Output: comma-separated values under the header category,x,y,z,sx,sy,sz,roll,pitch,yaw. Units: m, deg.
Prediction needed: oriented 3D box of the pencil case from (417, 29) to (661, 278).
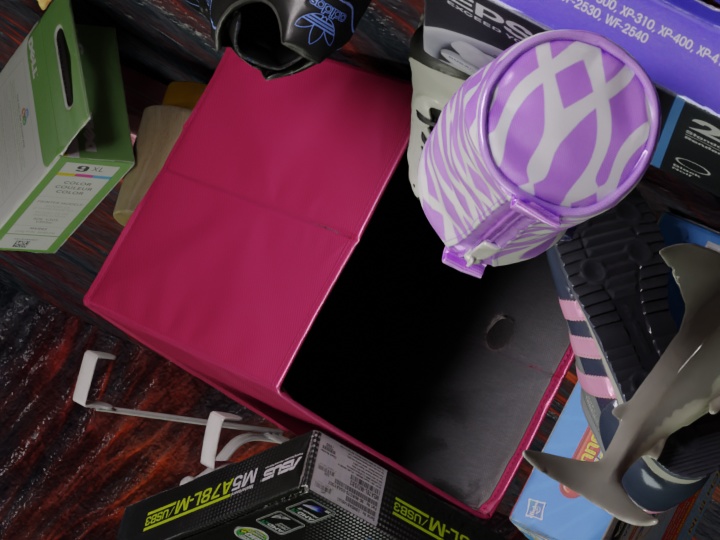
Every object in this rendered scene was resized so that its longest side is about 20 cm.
category,x,y,z,sx,sy,sz,roll,pitch,yaw
pencil case,0.072,-0.049,1.221,0.084,0.086,0.200,31,170,-1

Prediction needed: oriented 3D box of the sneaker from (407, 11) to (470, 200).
category,x,y,z,sx,sy,sz,roll,pitch,yaw
sneaker,0.059,-0.072,1.440,0.074,0.080,0.200,27,170,18

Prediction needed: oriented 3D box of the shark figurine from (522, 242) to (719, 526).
category,x,y,z,sx,sy,sz,roll,pitch,yaw
shark figurine,0.168,0.036,1.422,0.090,0.214,0.128,53,176,-11

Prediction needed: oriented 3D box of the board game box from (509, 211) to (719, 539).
category,x,y,z,sx,sy,sz,roll,pitch,yaw
board game box,0.173,0.090,1.633,0.056,0.200,0.196,24,170,21

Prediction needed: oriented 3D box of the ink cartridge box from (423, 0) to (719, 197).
category,x,y,z,sx,sy,sz,roll,pitch,yaw
ink cartridge box,0.122,-0.094,1.228,0.198,0.043,0.200,27,170,6

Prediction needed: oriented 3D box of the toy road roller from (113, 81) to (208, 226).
category,x,y,z,sx,sy,sz,roll,pitch,yaw
toy road roller,-0.053,-0.038,1.879,0.146,0.123,0.200,4,163,40

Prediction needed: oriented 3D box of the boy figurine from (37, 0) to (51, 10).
category,x,y,z,sx,sy,sz,roll,pitch,yaw
boy figurine,-0.234,-0.208,1.599,0.200,0.064,0.124,28,170,20

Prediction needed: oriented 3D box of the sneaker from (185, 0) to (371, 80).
category,x,y,z,sx,sy,sz,roll,pitch,yaw
sneaker,-0.053,-0.134,1.377,0.070,0.078,0.200,29,168,-20

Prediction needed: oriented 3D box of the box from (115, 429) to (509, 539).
category,x,y,z,sx,sy,sz,roll,pitch,yaw
box,-0.014,0.177,1.661,0.200,0.048,0.193,32,142,-28

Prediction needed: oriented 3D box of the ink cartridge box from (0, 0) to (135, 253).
category,x,y,z,sx,sy,sz,roll,pitch,yaw
ink cartridge box,-0.200,-0.099,1.868,0.059,0.104,0.200,3,154,-28

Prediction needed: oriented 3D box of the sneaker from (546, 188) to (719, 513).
category,x,y,z,sx,sy,sz,roll,pitch,yaw
sneaker,0.134,0.039,1.511,0.070,0.200,0.082,-4,151,-20

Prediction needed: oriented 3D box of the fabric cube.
category,x,y,z,sx,sy,sz,roll,pitch,yaw
fabric cube,0.000,0.000,1.651,0.196,0.200,0.199,33,172,-39

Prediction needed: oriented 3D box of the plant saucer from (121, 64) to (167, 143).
category,x,y,z,sx,sy,sz,roll,pitch,yaw
plant saucer,-0.154,-0.101,2.034,0.200,0.051,0.201,26,172,4

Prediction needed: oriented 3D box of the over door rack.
category,x,y,z,sx,sy,sz,roll,pitch,yaw
over door rack,-0.075,0.125,1.749,0.148,0.067,0.200,21,175,46
